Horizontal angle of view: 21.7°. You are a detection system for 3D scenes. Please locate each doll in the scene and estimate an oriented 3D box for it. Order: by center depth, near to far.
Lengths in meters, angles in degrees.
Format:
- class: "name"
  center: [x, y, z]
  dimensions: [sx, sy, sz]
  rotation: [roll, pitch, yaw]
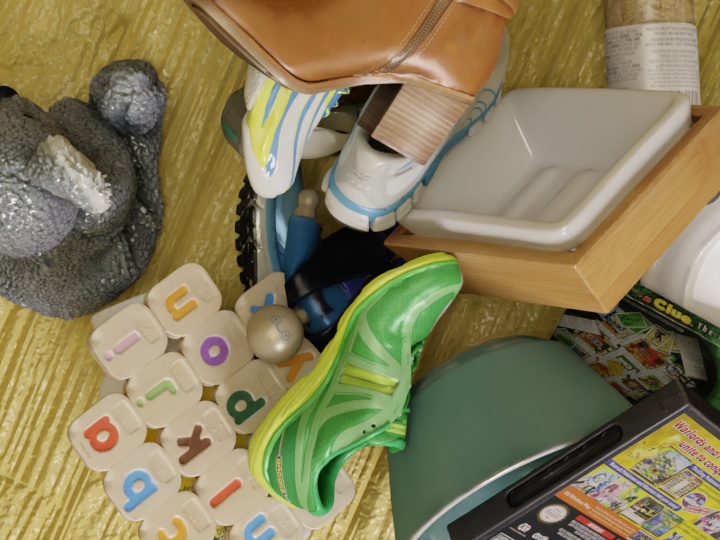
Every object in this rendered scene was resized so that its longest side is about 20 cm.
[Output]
- class: "doll"
  center: [0.000, 0.000, 1.303]
  dimensions: [0.199, 0.048, 0.137]
  rotation: [-35, 95, -24]

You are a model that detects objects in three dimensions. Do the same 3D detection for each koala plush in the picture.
- class: "koala plush"
  center: [-0.227, -0.056, 1.300]
  dimensions: [0.175, 0.200, 0.186]
  rotation: [-7, 89, 6]

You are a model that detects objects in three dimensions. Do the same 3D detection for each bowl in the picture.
- class: "bowl"
  center: [0.097, 0.119, 1.281]
  dimensions: [0.200, 0.201, 0.106]
  rotation: [-29, 64, 6]

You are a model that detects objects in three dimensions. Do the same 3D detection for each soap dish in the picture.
- class: "soap dish"
  center: [0.130, -0.048, 1.242]
  dimensions: [0.157, 0.199, 0.082]
  rotation: [-45, 117, -23]

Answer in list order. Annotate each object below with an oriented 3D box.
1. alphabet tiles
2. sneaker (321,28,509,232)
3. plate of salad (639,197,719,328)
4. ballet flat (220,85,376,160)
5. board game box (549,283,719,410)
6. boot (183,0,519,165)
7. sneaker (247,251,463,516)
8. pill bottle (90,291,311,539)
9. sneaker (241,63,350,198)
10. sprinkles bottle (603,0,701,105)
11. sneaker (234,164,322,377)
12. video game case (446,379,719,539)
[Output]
- class: "alphabet tiles"
  center: [-0.092, 0.100, 1.272]
  dimensions: [0.195, 0.015, 0.201]
  rotation: [-38, 96, -26]
- class: "sneaker"
  center: [0.048, -0.118, 1.247]
  dimensions: [0.074, 0.087, 0.201]
  rotation: [28, 59, 6]
- class: "plate of salad"
  center: [0.292, 0.014, 1.309]
  dimensions: [0.198, 0.048, 0.202]
  rotation: [1, 111, 3]
- class: "ballet flat"
  center: [0.003, -0.104, 1.312]
  dimensions: [0.198, 0.064, 0.068]
  rotation: [-8, 121, -15]
- class: "board game box"
  center: [0.227, 0.080, 1.307]
  dimensions: [0.199, 0.023, 0.105]
  rotation: [29, 127, 6]
- class: "boot"
  center: [0.003, -0.173, 1.128]
  dimensions: [0.199, 0.074, 0.156]
  rotation: [27, 96, -31]
- class: "sneaker"
  center: [0.010, 0.076, 1.235]
  dimensions: [0.083, 0.074, 0.201]
  rotation: [40, 101, 21]
- class: "pill bottle"
  center: [-0.118, 0.113, 1.330]
  dimensions: [0.111, 0.112, 0.202]
  rotation: [-21, 87, 6]
- class: "sneaker"
  center: [-0.015, -0.140, 1.194]
  dimensions: [0.104, 0.076, 0.202]
  rotation: [9, 101, 3]
- class: "sprinkles bottle"
  center: [0.203, -0.143, 1.315]
  dimensions: [0.067, 0.068, 0.202]
  rotation: [-3, 89, 7]
- class: "sneaker"
  center: [-0.038, 0.004, 1.353]
  dimensions: [0.089, 0.078, 0.202]
  rotation: [-8, 89, -14]
- class: "video game case"
  center: [0.180, 0.158, 1.244]
  dimensions: [0.180, 0.200, 0.026]
  rotation: [-35, 52, 18]
